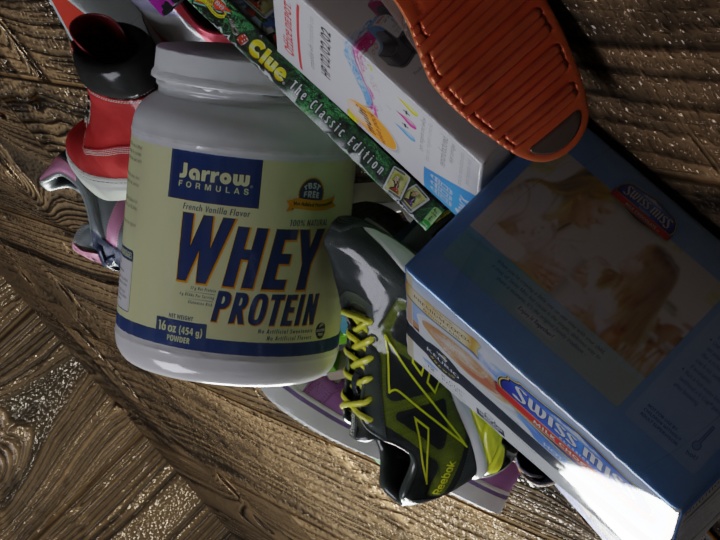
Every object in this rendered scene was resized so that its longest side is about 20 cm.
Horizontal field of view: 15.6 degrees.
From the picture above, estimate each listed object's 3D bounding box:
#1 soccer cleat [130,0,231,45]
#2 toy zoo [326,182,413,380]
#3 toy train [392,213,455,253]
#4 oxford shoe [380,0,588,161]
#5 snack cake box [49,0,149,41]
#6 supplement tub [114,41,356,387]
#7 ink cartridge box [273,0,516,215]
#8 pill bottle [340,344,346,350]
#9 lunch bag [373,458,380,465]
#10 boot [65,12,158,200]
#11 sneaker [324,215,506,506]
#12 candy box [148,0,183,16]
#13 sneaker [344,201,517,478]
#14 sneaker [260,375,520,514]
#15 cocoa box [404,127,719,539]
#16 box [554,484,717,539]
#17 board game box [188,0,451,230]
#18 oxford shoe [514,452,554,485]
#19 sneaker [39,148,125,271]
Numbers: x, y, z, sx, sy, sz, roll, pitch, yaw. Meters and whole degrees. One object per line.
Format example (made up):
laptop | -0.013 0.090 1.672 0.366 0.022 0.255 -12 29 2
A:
soccer cleat | -0.144 -0.212 1.736 0.200 0.068 0.073 47 148 0
toy zoo | 0.000 0.000 1.814 0.131 0.021 0.200 -11 137 21
toy train | 0.105 0.032 1.625 0.200 0.087 0.114 34 157 42
oxford shoe | 0.046 -0.143 1.341 0.200 0.071 0.073 52 -174 -9
snack cake box | -0.147 -0.151 1.900 0.115 0.067 0.200 40 166 31
supplement tub | -0.077 -0.038 1.661 0.145 0.144 0.201 23 110 60
ink cartridge box | 0.015 -0.126 1.452 0.200 0.068 0.115 43 167 13
pill bottle | -0.057 -0.020 1.909 0.114 0.114 0.200 37 165 33
lunch bag | 0.024 0.091 2.069 0.161 0.082 0.200 42 167 20
boot | -0.169 -0.118 1.794 0.200 0.072 0.145 17 142 59
sneaker | 0.021 0.061 1.622 0.074 0.084 0.200 18 139 62
candy box | -0.128 -0.237 1.582 0.136 0.061 0.200 47 168 -5
sneaker | 0.031 0.050 1.741 0.201 0.074 0.080 64 164 2
sneaker | 0.034 0.087 1.928 0.200 0.115 0.073 23 -178 2
cocoa box | 0.137 0.040 1.424 0.200 0.133 0.131 42 166 16
box | 0.229 0.211 1.884 0.200 0.041 0.119 50 167 -10
board game box | -0.009 -0.110 1.557 0.200 0.023 0.105 44 -157 6
oxford shoe | 0.121 0.103 1.780 0.071 0.073 0.200 47 168 -7
sneaker | -0.164 -0.015 1.951 0.200 0.082 0.070 58 177 21
